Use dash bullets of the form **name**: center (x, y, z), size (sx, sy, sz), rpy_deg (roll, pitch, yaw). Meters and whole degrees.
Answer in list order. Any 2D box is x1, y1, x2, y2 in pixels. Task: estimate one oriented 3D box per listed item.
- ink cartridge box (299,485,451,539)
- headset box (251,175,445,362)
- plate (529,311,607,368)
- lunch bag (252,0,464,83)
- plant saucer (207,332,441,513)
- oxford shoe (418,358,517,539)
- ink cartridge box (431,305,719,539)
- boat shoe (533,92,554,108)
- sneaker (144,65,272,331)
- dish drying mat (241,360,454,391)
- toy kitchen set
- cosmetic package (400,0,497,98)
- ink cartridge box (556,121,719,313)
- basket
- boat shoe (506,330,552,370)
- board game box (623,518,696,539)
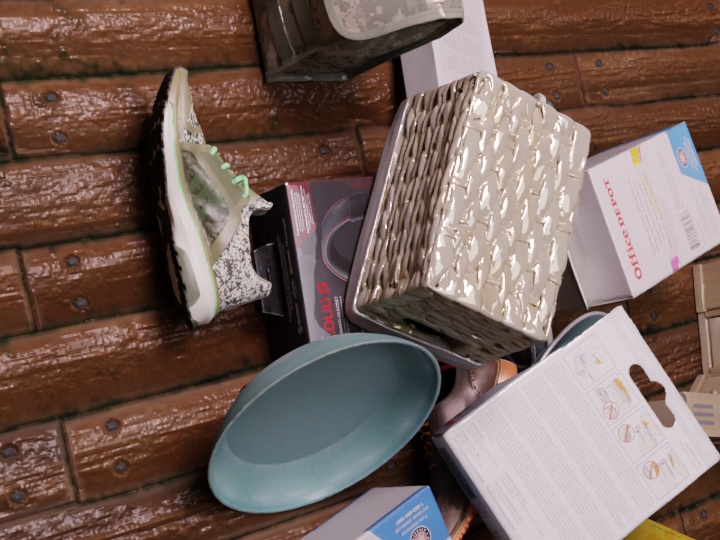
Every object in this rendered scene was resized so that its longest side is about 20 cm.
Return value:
- **ink cartridge box**: center (0.024, 0.298, 0.990), size (0.144, 0.084, 0.202), rpy_deg (-29, 99, -38)
- **headset box**: center (0.000, 0.000, 1.030), size (0.198, 0.075, 0.151), rpy_deg (-6, 85, -31)
- **plate**: center (0.181, 0.129, 1.145), size (0.199, 0.025, 0.202), rpy_deg (-32, 135, -39)
- **lunch bag**: center (-0.004, -0.260, 1.019), size (0.117, 0.199, 0.166), rpy_deg (-8, 86, -39)
- **plant saucer**: center (-0.032, 0.111, 0.947), size (0.198, 0.201, 0.036), rpy_deg (-1, 44, -38)
- **oxford shoe**: center (0.077, 0.162, 1.087), size (0.072, 0.071, 0.202), rpy_deg (23, 62, -7)
- **ink cartridge box**: center (0.182, 0.151, 1.043), size (0.199, 0.050, 0.163), rpy_deg (-33, 87, -18)
- **boat shoe**: center (0.159, -0.068, 1.112), size (0.061, 0.073, 0.202), rpy_deg (21, 59, -18)
- **sneaker**: center (-0.115, -0.059, 0.956), size (0.088, 0.077, 0.203), rpy_deg (-9, 94, -22)
- **dish drying mat**: center (0.003, 0.086, 1.025), size (0.198, 0.076, 0.018), rpy_deg (-6, 82, -39)
- **toy kitchen set**: center (0.395, 0.075, 1.286), size (0.179, 0.162, 0.203), rpy_deg (7, 75, -37)
- **cosmetic package**: center (0.083, -0.176, 1.135), size (0.082, 0.050, 0.202), rpy_deg (16, 55, -36)
- **ink cartridge box**: center (0.244, -0.047, 1.217), size (0.199, 0.125, 0.130), rpy_deg (-24, 95, -39)
- **basket**: center (0.089, -0.039, 0.973), size (0.134, 0.123, 0.202), rpy_deg (24, 71, -24)
- **boat shoe**: center (0.114, 0.007, 1.135), size (0.062, 0.074, 0.202), rpy_deg (-26, 95, -40)
- **board game box**: center (0.267, 0.300, 1.128), size (0.198, 0.034, 0.135), rpy_deg (22, 51, 15)
